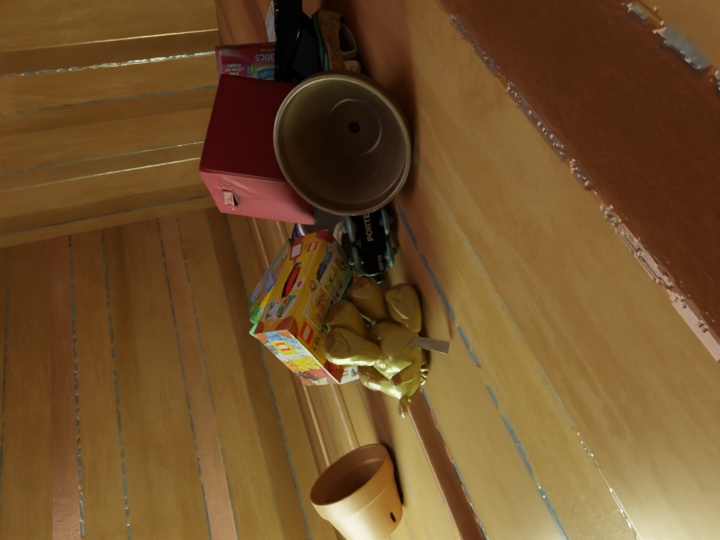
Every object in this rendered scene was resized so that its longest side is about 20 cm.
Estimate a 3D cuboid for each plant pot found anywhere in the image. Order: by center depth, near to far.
[{"bbox_3d":[-0.018,-0.189,0.766,0.093,0.196,0.204,-68,-20,-54],"label":"plant pot"},{"bbox_3d":[0.006,0.505,1.182,0.142,0.198,0.200,60,165,-6],"label":"plant pot"}]

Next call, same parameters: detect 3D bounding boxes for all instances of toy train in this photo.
[{"bbox_3d":[0.008,-0.083,0.891,0.114,0.083,0.204,-111,9,-75],"label":"toy train"}]

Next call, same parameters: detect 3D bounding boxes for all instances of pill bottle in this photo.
[{"bbox_3d":[-0.091,-0.079,1.166,0.200,0.113,0.118,132,123,-72],"label":"pill bottle"}]

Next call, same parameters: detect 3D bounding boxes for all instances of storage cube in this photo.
[{"bbox_3d":[-0.153,-0.197,0.911,0.171,0.175,0.205,97,180,-73],"label":"storage cube"}]

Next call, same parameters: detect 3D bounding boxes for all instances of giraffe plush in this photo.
[{"bbox_3d":[0.046,0.132,0.841,0.197,0.173,0.164,25,148,26],"label":"giraffe plush"}]

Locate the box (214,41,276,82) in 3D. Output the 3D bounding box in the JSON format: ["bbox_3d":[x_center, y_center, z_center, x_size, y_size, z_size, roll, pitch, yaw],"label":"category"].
[{"bbox_3d":[-0.191,-0.414,1.098,0.100,0.196,0.097,-130,33,-57],"label":"box"}]

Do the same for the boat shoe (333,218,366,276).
[{"bbox_3d":[0.000,0.000,0.999,0.066,0.073,0.203,47,156,55],"label":"boat shoe"}]

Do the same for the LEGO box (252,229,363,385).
[{"bbox_3d":[-0.072,0.061,0.879,0.150,0.076,0.203,51,-138,-36],"label":"LEGO box"}]

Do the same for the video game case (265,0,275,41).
[{"bbox_3d":[-0.211,-0.564,1.384,0.143,0.017,0.205,-172,70,-73],"label":"video game case"}]

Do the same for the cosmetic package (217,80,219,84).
[{"bbox_3d":[-0.310,-0.445,1.556,0.168,0.163,0.204,-128,31,-57],"label":"cosmetic package"}]

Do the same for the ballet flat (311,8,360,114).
[{"bbox_3d":[-0.033,-0.331,0.840,0.071,0.064,0.204,101,160,-71],"label":"ballet flat"}]

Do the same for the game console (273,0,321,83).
[{"bbox_3d":[-0.088,-0.406,0.910,0.115,0.175,0.205,-17,66,32],"label":"game console"}]

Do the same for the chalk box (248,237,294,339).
[{"bbox_3d":[-0.143,0.063,1.060,0.202,0.123,0.124,-55,21,8],"label":"chalk box"}]

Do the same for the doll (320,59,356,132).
[{"bbox_3d":[-0.035,-0.281,0.929,0.136,0.047,0.204,147,109,-73],"label":"doll"}]

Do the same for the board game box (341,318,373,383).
[{"bbox_3d":[-0.010,0.132,1.022,0.200,0.124,0.035,-132,32,-61],"label":"board game box"}]
